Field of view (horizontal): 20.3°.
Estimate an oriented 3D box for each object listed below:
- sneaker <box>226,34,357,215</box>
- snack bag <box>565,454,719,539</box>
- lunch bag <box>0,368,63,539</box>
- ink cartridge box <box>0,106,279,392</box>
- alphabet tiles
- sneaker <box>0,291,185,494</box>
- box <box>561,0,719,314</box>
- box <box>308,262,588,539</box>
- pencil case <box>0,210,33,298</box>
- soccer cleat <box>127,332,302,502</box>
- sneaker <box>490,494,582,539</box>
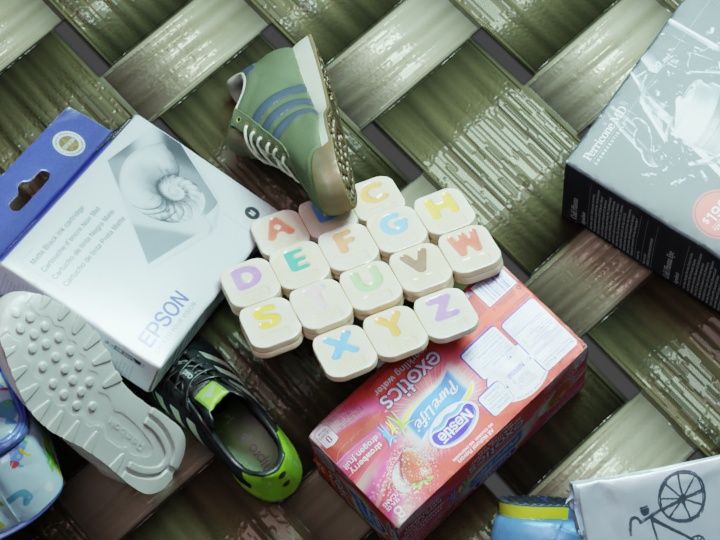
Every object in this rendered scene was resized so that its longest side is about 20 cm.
[{"bbox_3d":[-0.060,-0.103,1.582,0.089,0.067,0.201,-19,42,7],"label":"sneaker"},{"bbox_3d":[0.254,0.224,1.433,0.198,0.021,0.190,-11,98,-3],"label":"snack bag"},{"bbox_3d":[-0.323,0.156,1.472,0.199,0.161,0.083,-29,114,-4],"label":"lunch bag"},{"bbox_3d":[-0.189,-0.031,1.538,0.199,0.041,0.200,32,48,3],"label":"ink cartridge box"},{"bbox_3d":[0.000,0.000,1.497,0.199,0.015,0.196,-20,42,-8],"label":"alphabet tiles"},{"bbox_3d":[-0.213,0.089,1.468,0.076,0.200,0.080,-49,37,-19],"label":"sneaker"},{"bbox_3d":[0.283,-0.090,1.556,0.181,0.104,0.201,32,73,16],"label":"box"},{"bbox_3d":[0.066,0.105,1.497,0.200,0.096,0.100,-42,71,-13],"label":"box"},{"bbox_3d":[-0.311,0.034,1.515,0.084,0.086,0.200,31,44,18],"label":"pencil case"},{"bbox_3d":[-0.118,0.092,1.521,0.067,0.081,0.200,-43,72,-13],"label":"soccer cleat"},{"bbox_3d":[0.194,0.209,1.473,0.198,0.066,0.079,3,88,2],"label":"sneaker"}]
